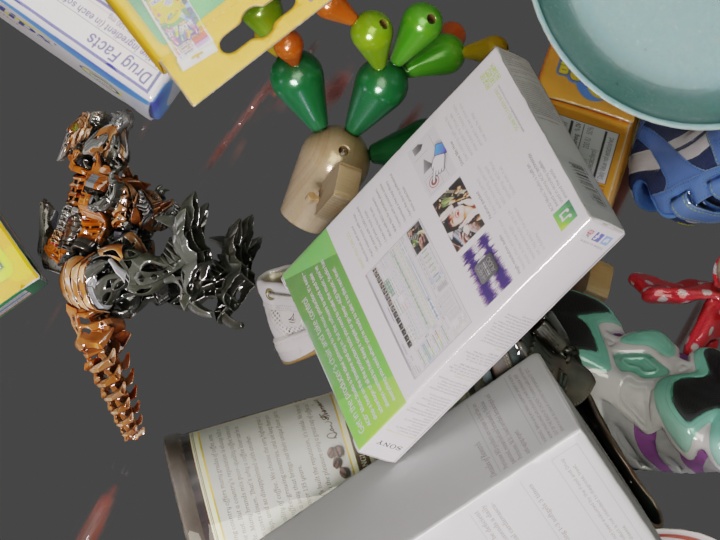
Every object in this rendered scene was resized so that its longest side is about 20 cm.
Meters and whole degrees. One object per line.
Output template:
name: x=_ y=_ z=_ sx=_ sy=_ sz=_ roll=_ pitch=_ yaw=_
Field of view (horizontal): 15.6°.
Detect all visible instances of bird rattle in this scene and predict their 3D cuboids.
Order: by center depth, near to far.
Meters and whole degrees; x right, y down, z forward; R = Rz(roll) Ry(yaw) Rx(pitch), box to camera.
bird rattle: x=0.271 y=-0.014 z=1.634 sx=0.199 sy=0.163 sz=0.113 roll=-8 pitch=68 yaw=-11

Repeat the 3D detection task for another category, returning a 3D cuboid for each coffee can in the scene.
coffee can: x=-0.006 y=0.145 z=1.615 sx=0.199 sy=0.146 sz=0.147 roll=-16 pitch=87 yaw=-2

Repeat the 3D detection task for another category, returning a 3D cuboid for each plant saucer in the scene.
plant saucer: x=0.190 y=-0.177 z=1.496 sx=0.199 sy=0.036 sz=0.201 roll=0 pitch=85 yaw=-4

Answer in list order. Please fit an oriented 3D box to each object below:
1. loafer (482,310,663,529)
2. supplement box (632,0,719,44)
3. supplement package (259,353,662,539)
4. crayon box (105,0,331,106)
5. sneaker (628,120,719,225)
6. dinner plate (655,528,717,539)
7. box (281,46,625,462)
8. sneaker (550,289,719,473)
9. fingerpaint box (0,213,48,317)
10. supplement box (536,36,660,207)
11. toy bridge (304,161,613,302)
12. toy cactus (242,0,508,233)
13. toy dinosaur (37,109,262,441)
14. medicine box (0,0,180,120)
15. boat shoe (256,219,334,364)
loafer: x=0.124 y=0.080 z=1.569 sx=0.063 sy=0.072 sz=0.201 roll=-11 pitch=117 yaw=28
supplement box: x=0.198 y=-0.241 z=1.618 sx=0.133 sy=0.197 sz=0.200 roll=40 pitch=85 yaw=1
supplement package: x=0.058 y=0.163 z=1.491 sx=0.199 sy=0.117 sz=0.117 roll=-34 pitch=112 yaw=3
crayon box: x=-0.112 y=-0.211 z=1.579 sx=0.126 sy=0.052 sz=0.200 roll=-37 pitch=88 yaw=-3
sneaker: x=0.228 y=-0.063 z=1.620 sx=0.074 sy=0.200 sz=0.083 roll=11 pitch=95 yaw=-23
dinner plate: x=0.149 y=0.231 z=1.621 sx=0.200 sy=0.201 sz=0.024 roll=-32 pitch=44 yaw=-3
box: x=0.048 y=-0.008 z=1.495 sx=0.200 sy=0.036 sz=0.145 roll=-45 pitch=47 yaw=23
sneaker: x=0.178 y=0.108 z=1.637 sx=0.199 sy=0.140 sz=0.078 roll=31 pitch=47 yaw=28
fingerpaint box: x=-0.325 y=-0.003 z=1.653 sx=0.200 sy=0.073 sz=0.167 roll=-36 pitch=89 yaw=-3
supplement box: x=0.133 y=-0.080 z=1.600 sx=0.068 sy=0.200 sz=0.067 roll=19 pitch=67 yaw=4
toy bridge: x=0.057 y=-0.013 z=1.662 sx=0.199 sy=0.067 sz=0.027 roll=20 pitch=58 yaw=-14
toy cactus: x=-0.003 y=-0.104 z=1.665 sx=0.199 sy=0.102 sz=0.166 roll=25 pitch=110 yaw=-19
toy dinosaur: x=-0.142 y=-0.001 z=1.661 sx=0.135 sy=0.102 sz=0.201 roll=-6 pitch=101 yaw=22
medicine box: x=-0.148 y=-0.229 z=1.656 sx=0.182 sy=0.103 sz=0.200 roll=35 pitch=87 yaw=1
boat shoe: x=0.000 y=0.000 z=1.607 sx=0.071 sy=0.200 sz=0.070 roll=-36 pitch=97 yaw=-43
